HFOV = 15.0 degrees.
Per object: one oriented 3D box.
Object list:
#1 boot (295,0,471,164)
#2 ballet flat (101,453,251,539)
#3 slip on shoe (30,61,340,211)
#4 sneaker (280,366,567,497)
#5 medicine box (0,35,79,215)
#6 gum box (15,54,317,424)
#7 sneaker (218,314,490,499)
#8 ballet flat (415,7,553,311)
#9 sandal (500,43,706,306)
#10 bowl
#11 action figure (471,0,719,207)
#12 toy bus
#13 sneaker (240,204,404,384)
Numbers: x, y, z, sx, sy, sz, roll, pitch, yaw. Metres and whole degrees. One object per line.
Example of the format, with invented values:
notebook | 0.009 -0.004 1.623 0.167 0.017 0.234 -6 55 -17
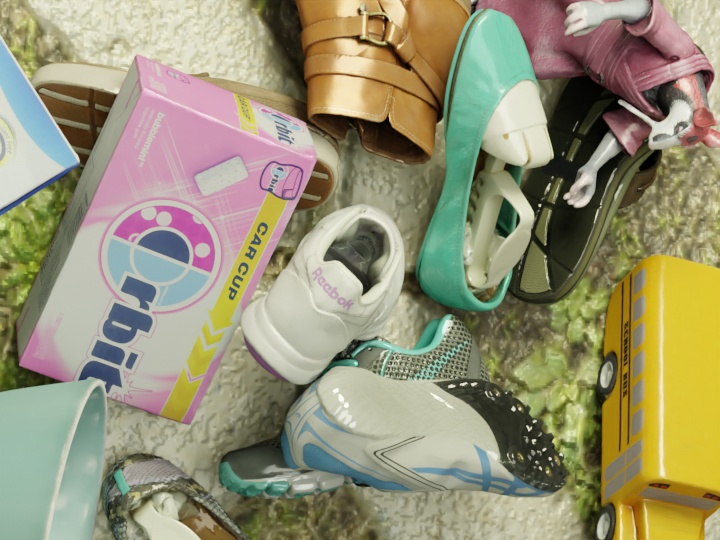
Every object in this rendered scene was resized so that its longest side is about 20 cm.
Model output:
boot | -0.022 -0.162 1.689 0.199 0.077 0.156 24 66 -28
ballet flat | -0.081 0.195 1.679 0.200 0.072 0.072 44 77 -14
slip on shoe | -0.107 -0.093 1.683 0.199 0.076 0.061 12 46 -10
sneaker | 0.039 0.105 1.659 0.199 0.072 0.072 15 48 -34
medicine box | -0.266 -0.106 1.553 0.103 0.200 0.183 -35 99 -16
gum box | -0.120 -0.012 1.636 0.113 0.066 0.201 21 108 -16
sneaker | -0.005 0.084 1.709 0.199 0.077 0.092 -17 91 -27
ballet flat | 0.086 -0.063 1.696 0.067 0.070 0.201 -21 130 -46
sandal | 0.154 -0.066 1.768 0.202 0.080 0.057 -58 149 -3
bowl | -0.218 0.154 1.588 0.104 0.201 0.202 9 86 3
action figure | 0.164 -0.137 1.722 0.149 0.134 0.200 -29 58 -35
toy bus | 0.195 0.098 1.742 0.065 0.078 0.201 14 59 -18
sneaker | 0.000 0.000 1.649 0.075 0.200 0.100 43 116 -3
